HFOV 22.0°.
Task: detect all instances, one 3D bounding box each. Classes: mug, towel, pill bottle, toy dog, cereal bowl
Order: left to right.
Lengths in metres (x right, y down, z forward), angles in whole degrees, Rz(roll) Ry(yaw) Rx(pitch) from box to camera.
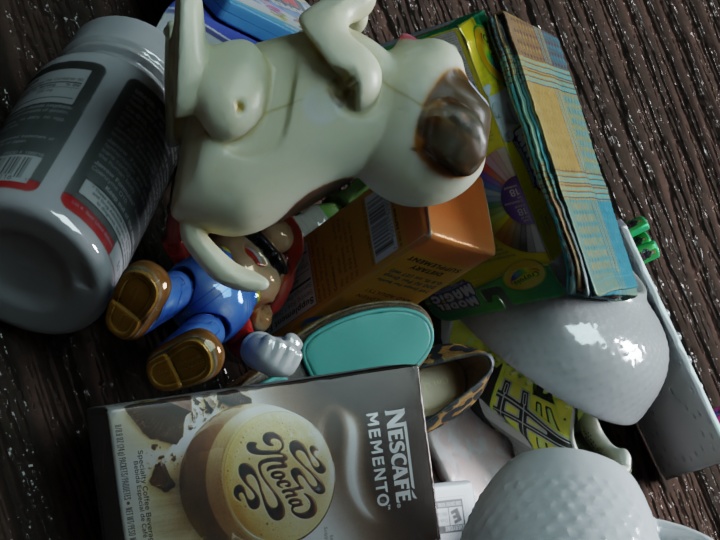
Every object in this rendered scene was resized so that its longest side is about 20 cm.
[{"bbox_3d":[-0.181,-0.066,1.198,0.114,0.113,0.201,42,42,-19],"label":"pill bottle"},{"bbox_3d":[-0.017,-0.091,1.134,0.197,0.140,0.196,-1,74,-9],"label":"toy dog"},{"bbox_3d":[0.128,0.169,1.438,0.199,0.032,0.193,-17,78,-50],"label":"towel"},{"bbox_3d":[0.141,-0.075,1.283,0.146,0.022,0.202,5,67,-69],"label":"towel"},{"bbox_3d":[0.155,0.022,1.393,0.199,0.084,0.200,33,17,-11],"label":"cereal bowl"},{"bbox_3d":[0.152,0.215,1.193,0.197,0.148,0.177,6,59,6],"label":"mug"}]

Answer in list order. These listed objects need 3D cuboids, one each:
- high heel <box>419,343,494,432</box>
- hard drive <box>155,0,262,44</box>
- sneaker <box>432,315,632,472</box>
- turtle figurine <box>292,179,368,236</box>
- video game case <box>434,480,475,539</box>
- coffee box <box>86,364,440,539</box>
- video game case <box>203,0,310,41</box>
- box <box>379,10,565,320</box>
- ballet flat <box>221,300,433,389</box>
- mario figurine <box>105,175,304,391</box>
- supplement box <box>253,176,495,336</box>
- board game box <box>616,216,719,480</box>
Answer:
[{"bbox_3d":[-0.001,0.104,1.255,0.199,0.142,0.072,-26,87,-50],"label":"high heel"},{"bbox_3d":[-0.074,-0.162,1.341,0.131,0.026,0.200,31,15,-6],"label":"hard drive"},{"bbox_3d":[0.133,0.092,1.409,0.201,0.076,0.075,51,40,-7],"label":"sneaker"},{"bbox_3d":[-0.004,-0.065,1.415,0.193,0.199,0.145,-23,106,-30],"label":"turtle figurine"},{"bbox_3d":[0.016,0.240,1.256,0.199,0.023,0.184,2,78,-46],"label":"video game case"},{"bbox_3d":[-0.060,0.126,1.147,0.198,0.080,0.114,-8,88,-19],"label":"coffee box"},{"bbox_3d":[-0.082,-0.206,1.378,0.142,0.018,0.200,23,18,-37],"label":"video game case"},{"bbox_3d":[0.068,-0.067,1.285,0.048,0.116,0.202,-37,109,-52],"label":"box"},{"bbox_3d":[-0.044,0.078,1.242,0.199,0.072,0.068,-33,102,-20],"label":"ballet flat"},{"bbox_3d":[-0.083,-0.001,1.192,0.200,0.105,0.125,-46,133,-66],"label":"mario figurine"},{"bbox_3d":[0.000,0.000,1.276,0.066,0.199,0.070,14,56,-39],"label":"supplement box"},{"bbox_3d":[0.239,0.066,1.512,0.026,0.200,0.202,-22,82,-9],"label":"board game box"}]
